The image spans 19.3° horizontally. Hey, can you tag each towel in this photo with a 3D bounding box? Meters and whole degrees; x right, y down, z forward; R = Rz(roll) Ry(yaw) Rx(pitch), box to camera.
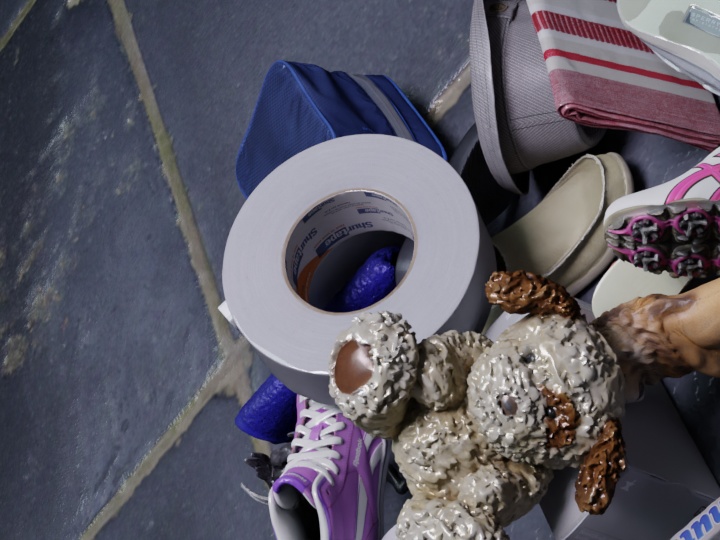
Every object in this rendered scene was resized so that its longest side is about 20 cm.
[{"bbox_3d":[0.191,-0.177,1.599,0.023,0.143,0.201,-57,32,41],"label":"towel"},{"bbox_3d":[-0.002,0.063,1.734,0.050,0.147,0.200,47,114,17],"label":"towel"}]

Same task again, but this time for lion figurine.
[{"bbox_3d":[0.248,0.029,1.415,0.200,0.122,0.073,-37,43,34],"label":"lion figurine"}]

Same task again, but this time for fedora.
[{"bbox_3d":[0.147,-0.153,1.661,0.090,0.178,0.200,-6,21,16],"label":"fedora"}]

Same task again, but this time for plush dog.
[{"bbox_3d":[0.100,0.098,1.409,0.171,0.160,0.201,-28,78,27],"label":"plush dog"}]

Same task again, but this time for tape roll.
[{"bbox_3d":[0.000,0.000,1.584,0.199,0.066,0.202,-8,61,14],"label":"tape roll"}]

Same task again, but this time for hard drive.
[{"bbox_3d":[-0.013,-0.006,1.719,0.200,0.132,0.026,-42,59,-1],"label":"hard drive"}]

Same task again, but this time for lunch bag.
[{"bbox_3d":[-0.013,-0.091,1.837,0.137,0.131,0.200,-67,32,27],"label":"lunch bag"}]

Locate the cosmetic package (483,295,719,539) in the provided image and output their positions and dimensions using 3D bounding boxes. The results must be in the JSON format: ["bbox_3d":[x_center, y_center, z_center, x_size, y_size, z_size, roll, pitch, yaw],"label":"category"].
[{"bbox_3d":[0.165,0.110,1.495,0.090,0.106,0.201,-49,37,26],"label":"cosmetic package"}]

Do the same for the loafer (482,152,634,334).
[{"bbox_3d":[0.137,-0.010,1.637,0.201,0.068,0.076,-55,37,17],"label":"loafer"}]

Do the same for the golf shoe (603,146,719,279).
[{"bbox_3d":[0.258,-0.052,1.430,0.198,0.073,0.093,-10,49,-2],"label":"golf shoe"}]

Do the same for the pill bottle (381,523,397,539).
[{"bbox_3d":[0.081,0.261,1.513,0.113,0.112,0.200,-56,35,14],"label":"pill bottle"}]

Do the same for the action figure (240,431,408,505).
[{"bbox_3d":[-0.016,0.174,1.698,0.199,0.119,0.103,-29,44,34],"label":"action figure"}]

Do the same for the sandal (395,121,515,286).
[{"bbox_3d":[0.072,-0.053,1.686,0.043,0.076,0.200,4,42,34],"label":"sandal"}]

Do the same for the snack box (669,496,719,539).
[{"bbox_3d":[0.253,0.170,1.370,0.200,0.072,0.024,-46,37,27],"label":"snack box"}]

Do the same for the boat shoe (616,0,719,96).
[{"bbox_3d":[0.278,-0.157,1.528,0.200,0.071,0.070,33,92,30],"label":"boat shoe"}]

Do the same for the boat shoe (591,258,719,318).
[{"bbox_3d":[0.247,-0.024,1.498,0.200,0.063,0.071,-42,74,8],"label":"boat shoe"}]

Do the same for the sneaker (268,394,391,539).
[{"bbox_3d":[-0.027,0.137,1.583,0.072,0.114,0.202,-14,70,22],"label":"sneaker"}]
